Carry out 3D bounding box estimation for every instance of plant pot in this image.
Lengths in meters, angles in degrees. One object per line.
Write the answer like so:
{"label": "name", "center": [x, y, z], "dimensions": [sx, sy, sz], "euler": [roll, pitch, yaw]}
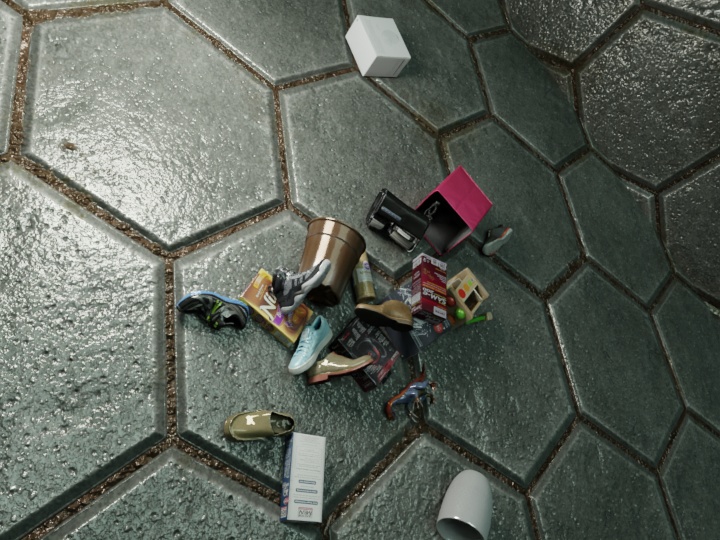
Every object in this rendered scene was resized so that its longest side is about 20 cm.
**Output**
{"label": "plant pot", "center": [-0.100, -0.017, 1.610], "dimensions": [0.196, 0.199, 0.204], "euler": [28, 60, -17]}

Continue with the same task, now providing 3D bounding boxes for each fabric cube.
{"label": "fabric cube", "center": [0.334, -0.222, 1.989], "dimensions": [0.201, 0.196, 0.199], "euler": [47, 51, -2]}

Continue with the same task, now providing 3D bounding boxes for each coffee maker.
{"label": "coffee maker", "center": [0.138, -0.198, 1.866], "dimensions": [0.196, 0.134, 0.197], "euler": [32, 78, -14]}

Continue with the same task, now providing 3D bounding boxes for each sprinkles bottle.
{"label": "sprinkles bottle", "center": [0.000, 0.000, 1.738], "dimensions": [0.066, 0.068, 0.207], "euler": [2, 66, -32]}

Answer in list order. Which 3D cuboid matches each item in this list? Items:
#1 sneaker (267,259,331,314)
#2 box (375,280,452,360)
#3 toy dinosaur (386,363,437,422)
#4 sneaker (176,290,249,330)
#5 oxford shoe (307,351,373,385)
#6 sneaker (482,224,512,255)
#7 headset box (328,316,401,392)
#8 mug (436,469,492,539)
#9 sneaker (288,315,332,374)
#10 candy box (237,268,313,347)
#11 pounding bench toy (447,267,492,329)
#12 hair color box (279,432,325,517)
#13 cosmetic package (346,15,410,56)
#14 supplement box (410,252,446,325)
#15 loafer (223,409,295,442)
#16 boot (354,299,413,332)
{"label": "sneaker", "center": [-0.175, 0.017, 1.475], "dimensions": [0.114, 0.200, 0.075], "euler": [47, 16, 6]}
{"label": "box", "center": [0.172, 0.153, 1.751], "dimensions": [0.179, 0.104, 0.204], "euler": [-26, 82, -38]}
{"label": "toy dinosaur", "center": [0.149, 0.393, 1.657], "dimensions": [0.175, 0.109, 0.201], "euler": [0, 28, -19]}
{"label": "sneaker", "center": [-0.387, 0.111, 1.423], "dimensions": [0.194, 0.071, 0.085], "euler": [17, 52, -29]}
{"label": "oxford shoe", "center": [-0.060, 0.262, 1.517], "dimensions": [0.193, 0.071, 0.077], "euler": [-14, 71, -6]}
{"label": "sneaker", "center": [0.535, -0.128, 2.171], "dimensions": [0.081, 0.079, 0.197], "euler": [37, 45, 25]}
{"label": "headset box", "center": [0.021, 0.250, 1.619], "dimensions": [0.201, 0.075, 0.149], "euler": [48, 50, -3]}
{"label": "mug", "center": [0.319, 0.701, 1.560], "dimensions": [0.177, 0.143, 0.205], "euler": [-56, 131, -46]}
{"label": "sneaker", "center": [-0.153, 0.204, 1.517], "dimensions": [0.201, 0.072, 0.084], "euler": [-53, 126, -49]}
{"label": "candy box", "center": [-0.243, 0.107, 1.531], "dimensions": [0.198, 0.056, 0.118], "euler": [40, 52, -8]}
{"label": "pounding bench toy", "center": [0.364, 0.134, 1.874], "dimensions": [0.201, 0.124, 0.156], "euler": [50, 50, -1]}
{"label": "hair color box", "center": [-0.147, 0.531, 1.375], "dimensions": [0.097, 0.060, 0.207], "euler": [16, 58, -25]}
{"label": "cosmetic package", "center": [0.071, -0.922, 2.218], "dimensions": [0.195, 0.122, 0.205], "euler": [-13, 74, -38]}
{"label": "supplement box", "center": [0.221, 0.059, 1.725], "dimensions": [0.106, 0.061, 0.206], "euler": [20, 57, -24]}
{"label": "loafer", "center": [-0.251, 0.391, 1.373], "dimensions": [0.194, 0.067, 0.079], "euler": [2, 65, -33]}
{"label": "boot", "center": [0.070, 0.124, 1.619], "dimensions": [0.194, 0.074, 0.078], "euler": [17, 56, -21]}
